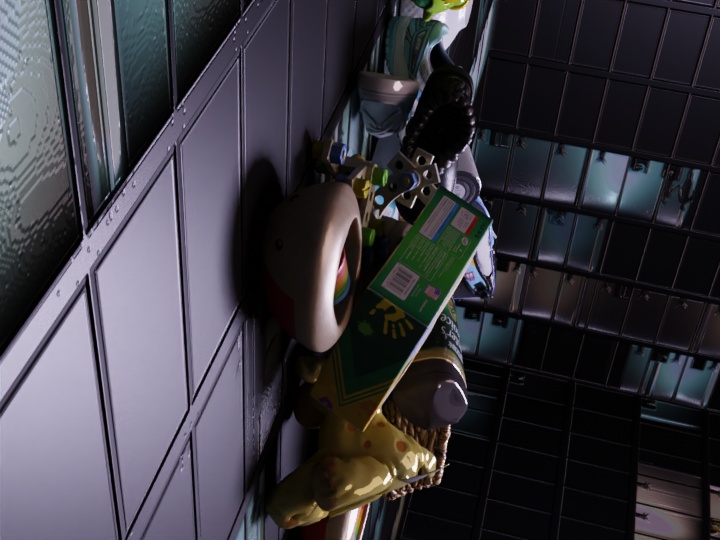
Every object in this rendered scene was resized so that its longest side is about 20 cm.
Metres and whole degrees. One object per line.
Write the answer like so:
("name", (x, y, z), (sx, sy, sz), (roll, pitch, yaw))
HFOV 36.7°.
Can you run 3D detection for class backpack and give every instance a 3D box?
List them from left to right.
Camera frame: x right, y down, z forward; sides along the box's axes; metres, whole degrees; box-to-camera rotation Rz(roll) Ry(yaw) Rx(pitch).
("backpack", (0.133, -0.059, 1.787), (0.135, 0.179, 0.203), (-81, 166, -55))

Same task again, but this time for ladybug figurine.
("ladybug figurine", (-0.044, -0.003, 0.955), (0.201, 0.071, 0.138), (85, 19, -63))
("ladybug figurine", (-0.034, 0.323, 1.415), (0.137, 0.071, 0.202), (92, 12, -45))

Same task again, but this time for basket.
("basket", (0.080, 0.199, 1.431), (0.200, 0.147, 0.145), (-85, 151, -74))

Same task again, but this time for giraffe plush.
("giraffe plush", (-0.018, 0.169, 1.176), (0.165, 0.197, 0.172), (70, 15, 15))

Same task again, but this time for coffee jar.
("coffee jar", (0.076, 0.084, 1.306), (0.105, 0.084, 0.203), (58, 22, -49))

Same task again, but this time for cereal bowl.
("cereal bowl", (0.111, -0.385, 1.473), (0.200, 0.082, 0.204), (11, 90, -81))

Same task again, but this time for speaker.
("speaker", (0.109, -0.178, 1.508), (0.082, 0.080, 0.202), (92, -10, -49))

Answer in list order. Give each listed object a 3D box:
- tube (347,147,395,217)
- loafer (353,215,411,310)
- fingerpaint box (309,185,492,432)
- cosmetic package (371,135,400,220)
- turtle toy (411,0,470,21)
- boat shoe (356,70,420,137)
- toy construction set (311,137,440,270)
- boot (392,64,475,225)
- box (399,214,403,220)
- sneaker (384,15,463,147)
("tube", (-0.001, -0.085, 1.242), (0.200, 0.050, 0.079), (19, 85, -77))
("loafer", (0.000, 0.000, 1.265), (0.076, 0.067, 0.201), (-49, 171, -45))
("fingerpaint box", (0.044, 0.037, 1.111), (0.200, 0.073, 0.168), (-53, 174, -49))
("cosmetic package", (0.035, -0.075, 1.472), (0.201, 0.051, 0.153), (88, 13, -56))
("turtle toy", (0.085, -0.385, 1.226), (0.146, 0.099, 0.204), (-43, 143, -79))
("boat shoe", (0.027, -0.187, 1.246), (0.200, 0.071, 0.070), (-88, -172, -84))
("toy construction set", (0.005, -0.071, 1.112), (0.199, 0.091, 0.134), (-14, 114, -59))
("boot", (0.081, -0.126, 1.265), (0.158, 0.078, 0.215), (-80, 180, -63))
("box", (0.074, -0.064, 1.447), (0.202, 0.041, 0.039), (92, 14, -51))
("sneaker", (0.088, -0.219, 1.362), (0.078, 0.085, 0.203), (-55, 140, -46))
